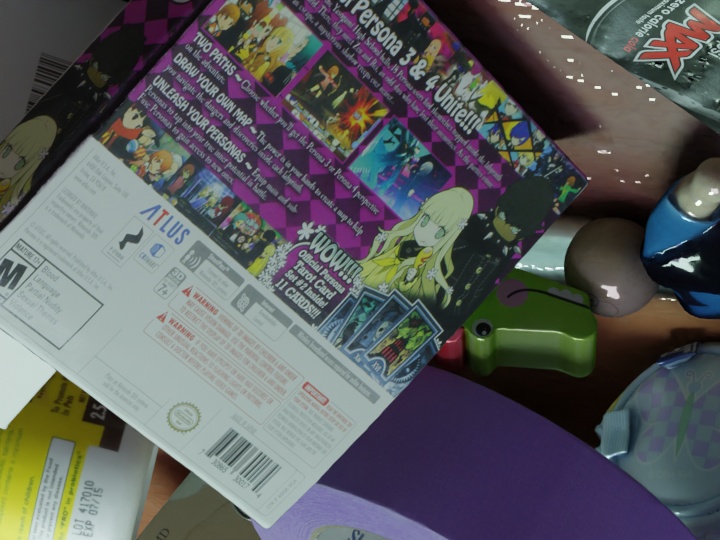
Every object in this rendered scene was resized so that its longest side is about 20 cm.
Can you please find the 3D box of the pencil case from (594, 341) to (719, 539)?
[{"bbox_3d":[0.179,0.111,1.217,0.090,0.084,0.200,-22,143,20],"label":"pencil case"}]

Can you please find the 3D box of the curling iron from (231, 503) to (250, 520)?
[{"bbox_3d":[-0.097,0.045,1.224,0.200,0.050,0.026,38,-167,-10],"label":"curling iron"}]

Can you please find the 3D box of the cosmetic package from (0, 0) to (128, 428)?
[{"bbox_3d":[-0.139,-0.024,1.071,0.084,0.108,0.200,18,155,-15],"label":"cosmetic package"}]

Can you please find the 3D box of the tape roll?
[{"bbox_3d":[0.052,0.121,1.131,0.199,0.066,0.200,28,158,12],"label":"tape roll"}]

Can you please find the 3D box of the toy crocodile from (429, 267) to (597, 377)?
[{"bbox_3d":[0.000,0.000,1.086,0.199,0.062,0.068,22,156,8],"label":"toy crocodile"}]

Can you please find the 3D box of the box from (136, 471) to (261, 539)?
[{"bbox_3d":[-0.026,0.192,1.381,0.199,0.095,0.078,30,163,30],"label":"box"}]

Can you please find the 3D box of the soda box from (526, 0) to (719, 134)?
[{"bbox_3d":[0.139,-0.079,0.867,0.200,0.071,0.063,30,149,-31],"label":"soda box"}]

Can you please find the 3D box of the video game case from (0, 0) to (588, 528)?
[{"bbox_3d":[-0.032,-0.021,0.967,0.200,0.181,0.036,41,-178,-45],"label":"video game case"}]

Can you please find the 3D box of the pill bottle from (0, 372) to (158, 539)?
[{"bbox_3d":[-0.200,0.084,1.316,0.199,0.110,0.109,14,154,-2],"label":"pill bottle"}]

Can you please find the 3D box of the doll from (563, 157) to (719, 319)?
[{"bbox_3d":[0.163,-0.006,1.031,0.199,0.049,0.136,0,159,38],"label":"doll"}]
